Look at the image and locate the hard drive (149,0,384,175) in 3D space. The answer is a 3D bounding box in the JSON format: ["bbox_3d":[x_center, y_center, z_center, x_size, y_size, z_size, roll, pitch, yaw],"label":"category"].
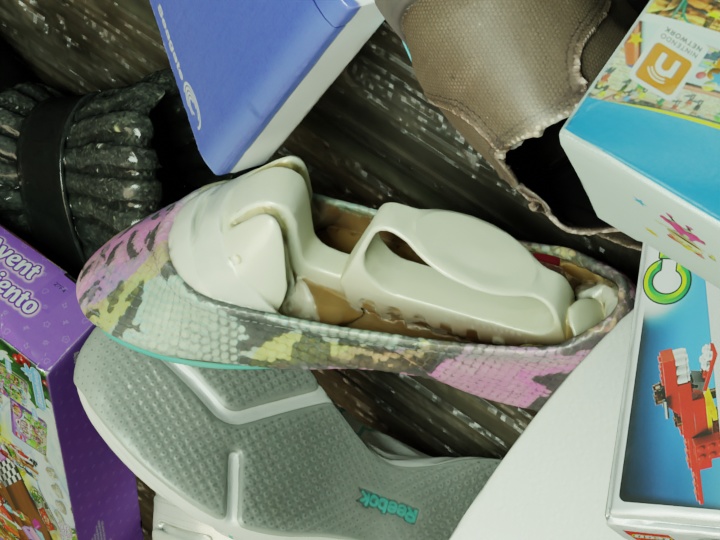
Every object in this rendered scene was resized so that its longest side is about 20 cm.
[{"bbox_3d":[-0.038,-0.114,0.782,0.200,0.025,0.133,140,112,-73],"label":"hard drive"}]

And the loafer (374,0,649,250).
[{"bbox_3d":[0.068,-0.033,0.709,0.073,0.200,0.071,-30,63,22],"label":"loafer"}]

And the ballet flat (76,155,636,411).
[{"bbox_3d":[0.000,0.000,0.854,0.199,0.069,0.071,10,146,13],"label":"ballet flat"}]

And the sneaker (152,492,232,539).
[{"bbox_3d":[-0.051,0.137,1.040,0.075,0.100,0.201,9,126,44],"label":"sneaker"}]

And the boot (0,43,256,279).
[{"bbox_3d":[-0.127,-0.058,0.963,0.158,0.079,0.211,-2,130,55],"label":"boot"}]

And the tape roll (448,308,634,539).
[{"bbox_3d":[0.111,0.115,0.768,0.139,0.203,0.203,34,140,19],"label":"tape roll"}]

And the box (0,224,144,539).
[{"bbox_3d":[-0.151,0.040,1.007,0.137,0.039,0.200,34,153,18],"label":"box"}]

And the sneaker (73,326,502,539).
[{"bbox_3d":[-0.020,0.079,0.935,0.200,0.071,0.080,29,157,-19],"label":"sneaker"}]

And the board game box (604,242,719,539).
[{"bbox_3d":[0.134,-0.029,0.619,0.126,0.201,0.035,3,165,25],"label":"board game box"}]

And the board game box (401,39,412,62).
[{"bbox_3d":[0.039,-0.174,0.673,0.152,0.047,0.200,66,149,23],"label":"board game box"}]

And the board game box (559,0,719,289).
[{"bbox_3d":[0.161,-0.064,0.560,0.147,0.200,0.064,32,173,20],"label":"board game box"}]
